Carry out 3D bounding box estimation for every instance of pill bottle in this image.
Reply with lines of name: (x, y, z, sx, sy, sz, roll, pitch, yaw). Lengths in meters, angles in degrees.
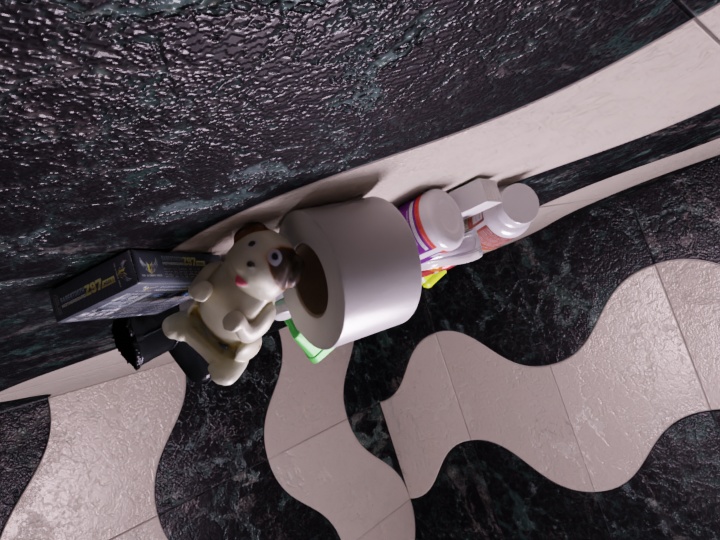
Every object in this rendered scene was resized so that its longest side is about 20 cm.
pill bottle: (0.305, -0.117, 1.180, 0.110, 0.114, 0.200, -17, 174, -13)
pill bottle: (0.086, -0.063, 0.995, 0.198, 0.115, 0.111, -24, 172, 42)

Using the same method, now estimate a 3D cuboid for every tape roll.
tape roll: (-0.021, 0.000, 0.804, 0.137, 0.207, 0.202, -15, 173, -31)

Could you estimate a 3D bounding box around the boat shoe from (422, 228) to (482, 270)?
boat shoe: (0.141, -0.042, 1.076, 0.196, 0.070, 0.072, -9, -169, 24)

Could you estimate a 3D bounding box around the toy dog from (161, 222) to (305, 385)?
toy dog: (-0.159, 0.035, 0.776, 0.193, 0.140, 0.201, -24, 154, -54)

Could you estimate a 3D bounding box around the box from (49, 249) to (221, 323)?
box: (-0.317, 0.023, 0.795, 0.155, 0.052, 0.199, -22, 173, 20)

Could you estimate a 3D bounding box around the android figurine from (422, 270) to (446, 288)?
android figurine: (0.150, -0.030, 1.308, 0.199, 0.041, 0.183, -41, 136, -11)

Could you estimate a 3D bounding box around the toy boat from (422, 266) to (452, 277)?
toy boat: (0.146, -0.038, 1.179, 0.196, 0.133, 0.131, -18, -155, -14)

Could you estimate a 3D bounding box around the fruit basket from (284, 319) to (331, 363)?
fruit basket: (-0.080, 0.080, 1.145, 0.155, 0.217, 0.215, -40, 171, 7)

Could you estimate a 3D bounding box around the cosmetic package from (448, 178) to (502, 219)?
cosmetic package: (0.169, -0.117, 1.055, 0.198, 0.052, 0.082, -23, 170, 34)

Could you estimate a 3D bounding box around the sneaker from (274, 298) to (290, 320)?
sneaker: (-0.108, 0.011, 0.966, 0.073, 0.120, 0.200, -24, -178, 33)

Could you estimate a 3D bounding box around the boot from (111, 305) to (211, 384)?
boot: (-0.386, 0.153, 1.064, 0.072, 0.202, 0.162, -24, 178, 27)

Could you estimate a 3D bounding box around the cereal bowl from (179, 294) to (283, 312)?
cereal bowl: (-0.236, 0.035, 0.984, 0.196, 0.085, 0.200, -19, 173, -2)
